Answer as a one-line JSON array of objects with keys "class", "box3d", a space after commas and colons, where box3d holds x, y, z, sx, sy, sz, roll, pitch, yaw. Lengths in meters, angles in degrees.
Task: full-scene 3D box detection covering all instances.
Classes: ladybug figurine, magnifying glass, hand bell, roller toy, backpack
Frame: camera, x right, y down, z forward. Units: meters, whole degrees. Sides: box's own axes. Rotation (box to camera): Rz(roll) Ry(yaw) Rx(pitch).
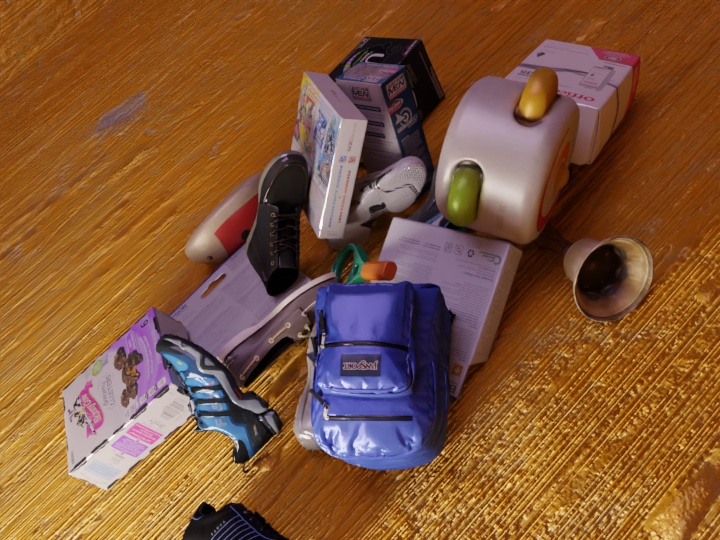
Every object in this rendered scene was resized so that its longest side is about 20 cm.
[{"class": "ladybug figurine", "box3d": [-0.208, -0.083, 1.265, 0.200, 0.072, 0.136, -48, 3, -16]}, {"class": "magnifying glass", "box3d": [0.000, 0.000, 1.035, 0.200, 0.022, 0.080, 2, 72, 67]}, {"class": "hand bell", "box3d": [0.257, -0.024, 0.931, 0.104, 0.104, 0.200, -35, 27, -2]}, {"class": "roller toy", "box3d": [0.186, -0.134, 0.912, 0.139, 0.182, 0.201, 20, 92, 19]}, {"class": "backpack", "box3d": [0.014, 0.118, 0.842, 0.161, 0.168, 0.202, -3, 72, 19]}]

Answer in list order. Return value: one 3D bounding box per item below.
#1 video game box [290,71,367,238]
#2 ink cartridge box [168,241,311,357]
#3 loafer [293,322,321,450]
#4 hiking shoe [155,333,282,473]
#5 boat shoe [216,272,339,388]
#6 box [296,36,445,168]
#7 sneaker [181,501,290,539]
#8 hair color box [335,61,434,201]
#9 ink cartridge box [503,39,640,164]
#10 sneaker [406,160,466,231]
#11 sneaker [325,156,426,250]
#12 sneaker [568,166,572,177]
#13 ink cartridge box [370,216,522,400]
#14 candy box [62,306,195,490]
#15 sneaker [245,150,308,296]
[{"class": "video game box", "box3d": [-0.055, -0.174, 1.108, 0.046, 0.183, 0.200, -2, 32, -21]}, {"class": "ink cartridge box", "box3d": [-0.184, 0.059, 1.153, 0.200, 0.041, 0.200, -45, 41, -13]}, {"class": "loafer", "box3d": [-0.033, 0.134, 0.964, 0.069, 0.070, 0.201, -7, 54, 20]}, {"class": "hiking shoe", "box3d": [-0.196, 0.163, 0.964, 0.200, 0.074, 0.087, 39, 74, 6]}, {"class": "boat shoe", "box3d": [-0.102, 0.081, 1.030, 0.200, 0.072, 0.060, -37, 73, -4]}, {"class": "box", "box3d": [0.020, -0.293, 1.303, 0.148, 0.125, 0.200, 20, 61, 44]}, {"class": "sneaker", "box3d": [-0.125, 0.306, 0.849, 0.199, 0.070, 0.078, -5, 54, 31]}, {"class": "hair color box", "box3d": [0.043, -0.211, 1.143, 0.100, 0.201, 0.060, 20, 52, 43]}, {"class": "ink cartridge box", "box3d": [0.285, -0.238, 1.037, 0.146, 0.083, 0.200, 19, 41, 24]}, {"class": "sneaker", "box3d": [0.134, -0.096, 1.082, 0.082, 0.073, 0.201, 16, 70, 37]}, {"class": "sneaker", "box3d": [0.013, -0.128, 1.134, 0.200, 0.075, 0.115, -41, 44, 32]}, {"class": "sneaker", "box3d": [0.247, -0.131, 1.035, 0.075, 0.071, 0.201, 11, 57, 39]}, {"class": "ink cartridge box", "box3d": [0.090, 0.044, 0.967, 0.196, 0.043, 0.201, 18, 88, 43]}, {"class": "candy box", "box3d": [-0.330, 0.181, 1.077, 0.200, 0.072, 0.168, -41, 42, 8]}, {"class": "sneaker", "box3d": [-0.106, -0.066, 1.082, 0.074, 0.201, 0.106, 0, 38, -28]}]
